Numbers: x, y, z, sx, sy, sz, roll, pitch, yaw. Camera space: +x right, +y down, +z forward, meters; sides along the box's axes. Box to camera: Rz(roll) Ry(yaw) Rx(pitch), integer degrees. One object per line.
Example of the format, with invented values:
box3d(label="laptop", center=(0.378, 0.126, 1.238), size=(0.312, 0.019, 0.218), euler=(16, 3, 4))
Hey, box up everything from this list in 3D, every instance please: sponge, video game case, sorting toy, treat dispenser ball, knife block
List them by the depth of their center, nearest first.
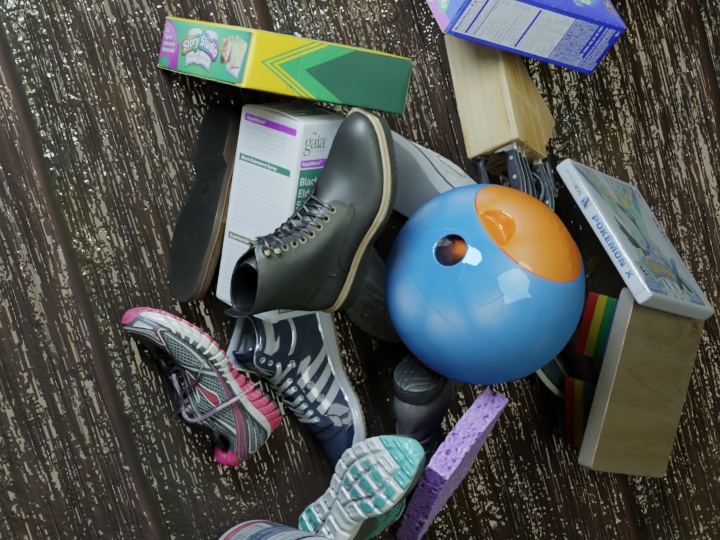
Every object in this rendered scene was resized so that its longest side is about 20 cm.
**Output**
box3d(label="treat dispenser ball", center=(0.123, 0.014, 1.622), size=(0.201, 0.201, 0.201), euler=(0, 90, -31))
box3d(label="sponge", center=(0.092, 0.205, 1.681), size=(0.030, 0.200, 0.112), euler=(35, 61, 10))
box3d(label="knife block", center=(0.146, -0.151, 1.734), size=(0.200, 0.064, 0.176), euler=(59, 28, -18))
box3d(label="video game case", center=(0.307, -0.032, 1.802), size=(0.200, 0.022, 0.182), euler=(12, 45, -58))
box3d(label="sorting toy", center=(0.297, 0.125, 1.833), size=(0.200, 0.070, 0.199), euler=(15, 89, -56))

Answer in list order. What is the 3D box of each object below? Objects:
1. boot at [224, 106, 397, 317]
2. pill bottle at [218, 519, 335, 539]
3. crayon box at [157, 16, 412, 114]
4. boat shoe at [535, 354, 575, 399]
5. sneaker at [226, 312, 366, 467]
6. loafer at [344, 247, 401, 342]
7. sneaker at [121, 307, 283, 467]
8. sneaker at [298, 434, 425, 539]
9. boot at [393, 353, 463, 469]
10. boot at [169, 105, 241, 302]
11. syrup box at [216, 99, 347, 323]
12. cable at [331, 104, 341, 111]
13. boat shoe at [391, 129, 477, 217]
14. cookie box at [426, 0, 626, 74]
box3d(label="boot", center=(-0.046, -0.047, 1.484), size=(0.138, 0.077, 0.200), euler=(-8, 115, -44))
box3d(label="pill bottle", center=(-0.060, 0.314, 1.581), size=(0.120, 0.200, 0.120), euler=(0, 91, -31))
box3d(label="crayon box", center=(-0.076, -0.198, 1.568), size=(0.172, 0.200, 0.058), euler=(5, 98, -31))
box3d(label="boat shoe", center=(0.189, 0.053, 1.803), size=(0.062, 0.075, 0.200), euler=(-35, 102, 4))
box3d(label="sneaker", center=(-0.068, 0.118, 1.651), size=(0.108, 0.070, 0.200), euler=(-16, 92, -35))
box3d(label="loafer", center=(0.000, 0.000, 1.690), size=(0.200, 0.070, 0.070), euler=(52, 40, -37))
box3d(label="sneaker", center=(-0.160, 0.111, 1.591), size=(0.200, 0.081, 0.075), euler=(47, 70, -23))
box3d(label="sneaker", center=(0.015, 0.223, 1.654), size=(0.091, 0.200, 0.078), euler=(-12, 64, -43))
box3d(label="boot", center=(0.081, 0.130, 1.743), size=(0.200, 0.070, 0.132), euler=(-40, 141, -49))
box3d(label="boot", center=(-0.133, -0.058, 1.616), size=(0.075, 0.074, 0.200), euler=(24, 76, -39))
box3d(label="syrup box", center=(-0.073, -0.059, 1.573), size=(0.079, 0.081, 0.200), euler=(-12, 117, -51))
box3d(label="cable", center=(-0.064, -0.086, 1.649), size=(0.097, 0.050, 0.200), euler=(71, 41, -65))
box3d(label="boat shoe", center=(0.076, -0.095, 1.742), size=(0.200, 0.072, 0.066), euler=(35, 38, -11))
box3d(label="cookie box", center=(0.158, -0.306, 1.732), size=(0.200, 0.075, 0.171), euler=(11, 40, -31))
